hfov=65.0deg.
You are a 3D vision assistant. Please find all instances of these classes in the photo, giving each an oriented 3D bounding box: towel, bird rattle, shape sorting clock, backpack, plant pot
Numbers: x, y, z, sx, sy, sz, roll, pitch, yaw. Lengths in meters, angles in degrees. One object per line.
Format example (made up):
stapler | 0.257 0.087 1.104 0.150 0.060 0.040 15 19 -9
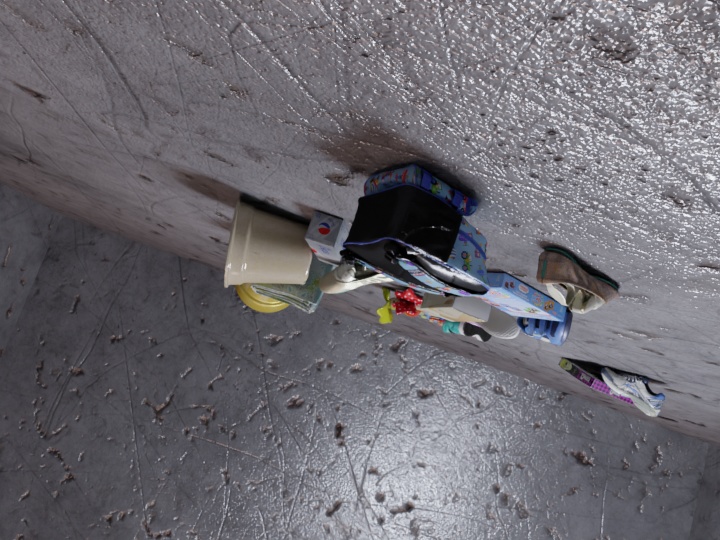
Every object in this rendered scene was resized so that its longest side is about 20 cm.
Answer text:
towel | -0.155 -0.003 1.387 0.169 0.202 0.048 19 144 6
bird rattle | 0.144 0.099 1.736 0.161 0.115 0.199 11 162 -30
shape sorting clock | 0.274 0.160 1.872 0.197 0.040 0.200 19 171 3
backpack | 0.097 -0.042 0.807 0.198 0.136 0.182 24 169 -23
plant pot | -0.255 -0.002 1.622 0.198 0.203 0.189 21 154 -9
plant pot | -0.203 -0.047 1.285 0.180 0.204 0.200 10 172 -9

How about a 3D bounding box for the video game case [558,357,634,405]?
video game case | 0.785 0.366 1.871 0.198 0.036 0.181 23 -173 -18

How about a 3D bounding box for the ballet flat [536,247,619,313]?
ballet flat | 0.348 0.030 0.915 0.198 0.068 0.068 25 169 -31

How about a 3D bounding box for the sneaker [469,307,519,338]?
sneaker | 0.349 0.130 1.491 0.114 0.074 0.199 24 -179 -45

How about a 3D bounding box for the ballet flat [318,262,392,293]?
ballet flat | 0.000 0.000 1.262 0.197 0.071 0.070 -12 171 -3

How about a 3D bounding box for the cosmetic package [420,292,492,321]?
cosmetic package | 0.235 0.078 1.392 0.104 0.072 0.200 22 170 -11

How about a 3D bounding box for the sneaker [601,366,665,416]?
sneaker | 0.844 0.353 1.743 0.199 0.086 0.077 37 -154 29

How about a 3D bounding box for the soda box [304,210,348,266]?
soda box | -0.066 -0.063 1.233 0.067 0.064 0.200 18 170 8

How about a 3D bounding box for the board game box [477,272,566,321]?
board game box | 0.317 0.055 1.210 0.198 0.037 0.151 24 169 -30

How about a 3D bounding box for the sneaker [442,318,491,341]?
sneaker | 0.307 0.159 1.675 0.120 0.085 0.199 20 180 40

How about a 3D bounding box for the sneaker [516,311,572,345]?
sneaker | 0.419 0.125 1.290 0.081 0.075 0.200 21 169 0
